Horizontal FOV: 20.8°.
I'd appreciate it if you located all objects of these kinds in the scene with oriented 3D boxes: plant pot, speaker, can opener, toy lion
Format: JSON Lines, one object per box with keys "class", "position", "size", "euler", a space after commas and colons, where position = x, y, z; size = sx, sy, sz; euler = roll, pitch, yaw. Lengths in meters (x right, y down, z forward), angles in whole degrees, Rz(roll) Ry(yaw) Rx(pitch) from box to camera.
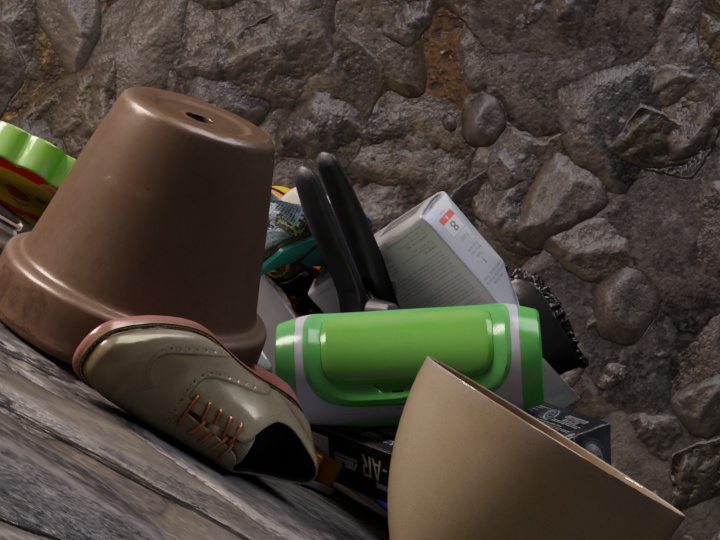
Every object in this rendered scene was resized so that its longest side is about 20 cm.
{"class": "plant pot", "position": [-0.143, -0.030, 1.373], "size": [0.200, 0.175, 0.200], "euler": [19, 14, -5]}
{"class": "speaker", "position": [0.038, 0.071, 1.489], "size": [0.199, 0.089, 0.088], "euler": [-3, -2, 3]}
{"class": "can opener", "position": [0.000, 0.000, 1.564], "size": [0.078, 0.201, 0.063], "euler": [-12, 12, 40]}
{"class": "plant pot", "position": [0.095, 0.166, 1.297], "size": [0.200, 0.135, 0.200], "euler": [31, 1, -1]}
{"class": "toy lion", "position": [-0.285, -0.073, 1.581], "size": [0.199, 0.069, 0.192], "euler": [16, -19, 26]}

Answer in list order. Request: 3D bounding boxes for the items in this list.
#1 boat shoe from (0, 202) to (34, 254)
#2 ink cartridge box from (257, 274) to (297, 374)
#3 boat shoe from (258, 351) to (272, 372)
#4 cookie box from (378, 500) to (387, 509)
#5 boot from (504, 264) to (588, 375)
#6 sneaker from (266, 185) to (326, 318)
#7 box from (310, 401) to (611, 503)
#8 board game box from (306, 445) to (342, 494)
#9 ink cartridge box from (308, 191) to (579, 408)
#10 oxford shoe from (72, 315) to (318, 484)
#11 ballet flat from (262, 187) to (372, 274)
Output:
{"class": "boat shoe", "position": [-0.230, -0.010, 1.525], "size": [0.199, 0.057, 0.067], "euler": [22, -7, 2]}
{"class": "ink cartridge box", "position": [-0.110, 0.040, 1.684], "size": [0.147, 0.086, 0.200], "euler": [54, -5, -8]}
{"class": "boat shoe", "position": [-0.120, 0.008, 1.521], "size": [0.200, 0.066, 0.072], "euler": [55, 10, 2]}
{"class": "cookie box", "position": [0.128, 0.218, 1.597], "size": [0.200, 0.075, 0.171], "euler": [31, 1, -24]}
{"class": "boot", "position": [0.128, 0.107, 1.741], "size": [0.199, 0.162, 0.073], "euler": [58, -11, 17]}
{"class": "sneaker", "position": [-0.049, 0.013, 1.710], "size": [0.090, 0.070, 0.201], "euler": [8, 50, -54]}
{"class": "box", "position": [0.067, 0.133, 1.504], "size": [0.160, 0.044, 0.200], "euler": [-14, 18, -36]}
{"class": "board game box", "position": [-0.132, 0.089, 1.465], "size": [0.200, 0.026, 0.200], "euler": [32, 0, 38]}
{"class": "ink cartridge box", "position": [0.075, 0.048, 1.624], "size": [0.200, 0.050, 0.162], "euler": [47, -45, -10]}
{"class": "oxford shoe", "position": [-0.099, 0.087, 1.280], "size": [0.200, 0.071, 0.074], "euler": [24, 20, -42]}
{"class": "ballet flat", "position": [-0.051, -0.040, 1.616], "size": [0.074, 0.074, 0.200], "euler": [32, 14, 18]}
